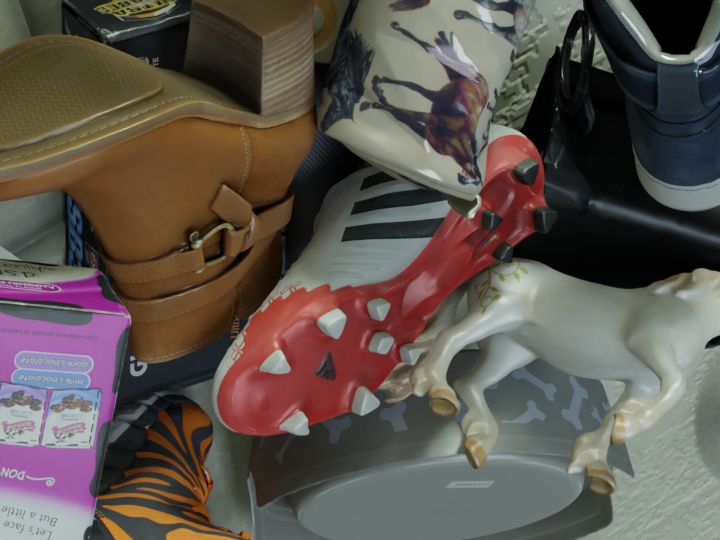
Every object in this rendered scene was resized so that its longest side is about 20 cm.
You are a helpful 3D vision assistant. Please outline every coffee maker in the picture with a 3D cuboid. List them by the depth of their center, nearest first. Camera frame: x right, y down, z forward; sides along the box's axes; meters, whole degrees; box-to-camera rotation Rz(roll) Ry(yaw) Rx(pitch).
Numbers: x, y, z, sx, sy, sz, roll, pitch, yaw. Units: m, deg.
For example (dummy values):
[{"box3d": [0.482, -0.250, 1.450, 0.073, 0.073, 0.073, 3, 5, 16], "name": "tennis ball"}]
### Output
[{"box3d": [0.174, -0.022, 1.309, 0.199, 0.135, 0.192, 12, 154, -5], "name": "coffee maker"}]

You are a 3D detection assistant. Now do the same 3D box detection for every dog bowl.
[{"box3d": [0.037, 0.094, 1.338, 0.199, 0.059, 0.200, -6, 159, -2], "name": "dog bowl"}]

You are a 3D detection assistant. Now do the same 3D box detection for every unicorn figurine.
[{"box3d": [0.111, 0.038, 1.234, 0.074, 0.199, 0.138, 108, 9, -49], "name": "unicorn figurine"}]

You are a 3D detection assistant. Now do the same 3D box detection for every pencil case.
[{"box3d": [0.046, -0.128, 1.167, 0.089, 0.078, 0.201, 18, 91, -18], "name": "pencil case"}]

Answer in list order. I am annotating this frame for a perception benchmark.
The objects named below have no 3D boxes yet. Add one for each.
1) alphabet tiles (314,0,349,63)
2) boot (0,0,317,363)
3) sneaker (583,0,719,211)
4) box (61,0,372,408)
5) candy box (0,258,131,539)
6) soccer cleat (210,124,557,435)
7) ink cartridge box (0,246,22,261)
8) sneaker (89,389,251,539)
[{"box3d": [0.028, -0.183, 1.198, 0.199, 0.015, 0.197, 6, 100, -35], "name": "alphabet tiles"}, {"box3d": [-0.095, -0.025, 1.135, 0.199, 0.074, 0.155, -23, 136, -34], "name": "boot"}, {"box3d": [0.135, -0.148, 1.171, 0.077, 0.203, 0.146, -8, 151, 11], "name": "sneaker"}, {"box3d": [-0.041, -0.052, 1.256, 0.198, 0.050, 0.201, -18, 128, -29], "name": "box"}, {"box3d": [-0.178, 0.094, 1.083, 0.136, 0.061, 0.201, 6, 107, -21], "name": "candy box"}, {"box3d": [0.000, 0.000, 1.217, 0.200, 0.085, 0.069, -41, 134, -22], "name": "soccer cleat"}, {"box3d": [-0.224, 0.082, 1.157, 0.144, 0.084, 0.201, 5, 108, -38], "name": "ink cartridge box"}, {"box3d": [-0.082, 0.124, 1.234, 0.200, 0.112, 0.078, -48, 157, -64], "name": "sneaker"}]
